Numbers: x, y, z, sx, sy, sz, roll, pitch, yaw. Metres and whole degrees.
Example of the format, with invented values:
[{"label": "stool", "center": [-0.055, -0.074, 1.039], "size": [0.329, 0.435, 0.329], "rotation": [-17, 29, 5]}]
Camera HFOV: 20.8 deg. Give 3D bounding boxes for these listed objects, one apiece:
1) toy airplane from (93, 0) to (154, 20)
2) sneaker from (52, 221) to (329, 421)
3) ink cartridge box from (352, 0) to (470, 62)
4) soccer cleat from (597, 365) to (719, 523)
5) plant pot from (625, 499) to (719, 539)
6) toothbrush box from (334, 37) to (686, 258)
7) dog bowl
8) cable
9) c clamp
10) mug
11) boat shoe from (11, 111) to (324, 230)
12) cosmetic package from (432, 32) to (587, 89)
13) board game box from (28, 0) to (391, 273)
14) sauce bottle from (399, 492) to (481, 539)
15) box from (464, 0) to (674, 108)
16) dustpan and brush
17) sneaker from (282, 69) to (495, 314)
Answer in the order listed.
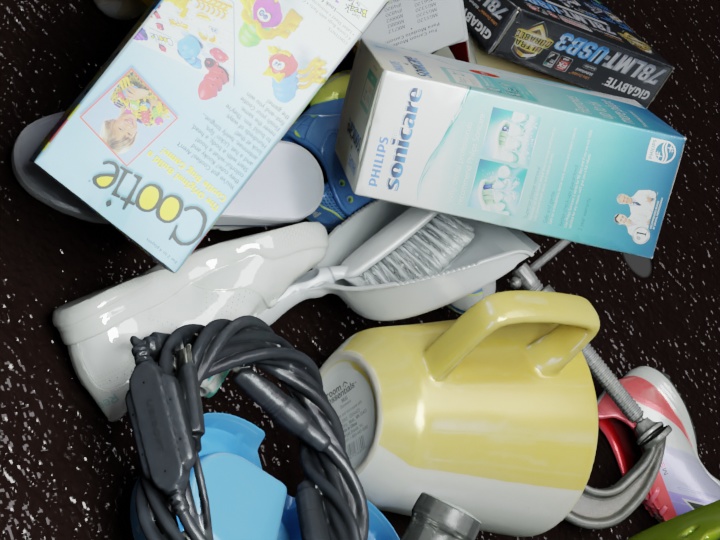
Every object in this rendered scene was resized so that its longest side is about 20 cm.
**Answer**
[{"label": "toy airplane", "center": [-0.109, -0.195, 1.310], "size": [0.200, 0.141, 0.199], "rotation": [-78, 156, -46]}, {"label": "sneaker", "center": [-0.095, 0.031, 1.218], "size": [0.200, 0.075, 0.089], "rotation": [-24, 95, -36]}, {"label": "ink cartridge box", "center": [0.002, -0.242, 1.410], "size": [0.176, 0.084, 0.200], "rotation": [77, -9, -48]}, {"label": "soccer cleat", "center": [0.242, 0.173, 1.501], "size": [0.073, 0.068, 0.200], "rotation": [-30, 90, -32]}, {"label": "plant pot", "center": [0.237, 0.280, 1.320], "size": [0.181, 0.200, 0.199], "rotation": [-27, 87, -44]}, {"label": "toothbrush box", "center": [0.092, -0.082, 1.281], "size": [0.200, 0.085, 0.146], "rotation": [11, 13, -8]}, {"label": "dog bowl", "center": [-0.055, 0.169, 1.187], "size": [0.200, 0.050, 0.112], "rotation": [37, 44, -26]}, {"label": "cable", "center": [-0.062, 0.124, 1.140], "size": [0.163, 0.051, 0.200], "rotation": [6, 59, -50]}, {"label": "c clamp", "center": [0.160, 0.083, 1.447], "size": [0.171, 0.027, 0.200], "rotation": [-30, 83, -31]}, {"label": "mug", "center": [0.054, 0.081, 1.277], "size": [0.153, 0.149, 0.187], "rotation": [6, 107, -35]}, {"label": "boat shoe", "center": [-0.125, -0.053, 1.243], "size": [0.200, 0.065, 0.074], "rotation": [10, 76, -20]}, {"label": "cosmetic package", "center": [0.138, -0.108, 1.555], "size": [0.200, 0.071, 0.105], "rotation": [14, 56, -42]}, {"label": "board game box", "center": [-0.091, -0.110, 1.148], "size": [0.105, 0.103, 0.200], "rotation": [39, 86, -12]}, {"label": "sauce bottle", "center": [0.008, 0.225, 1.132], "size": [0.065, 0.065, 0.200], "rotation": [34, 79, -28]}, {"label": "box", "center": [0.124, -0.218, 1.564], "size": [0.200, 0.050, 0.199], "rotation": [11, 31, -44]}, {"label": "dustpan and brush", "center": [0.000, 0.000, 1.286], "size": [0.057, 0.200, 0.140], "rotation": [57, -6, -31]}, {"label": "sneaker", "center": [0.010, -0.038, 1.389], "size": [0.105, 0.076, 0.200], "rotation": [-35, 94, -33]}]
